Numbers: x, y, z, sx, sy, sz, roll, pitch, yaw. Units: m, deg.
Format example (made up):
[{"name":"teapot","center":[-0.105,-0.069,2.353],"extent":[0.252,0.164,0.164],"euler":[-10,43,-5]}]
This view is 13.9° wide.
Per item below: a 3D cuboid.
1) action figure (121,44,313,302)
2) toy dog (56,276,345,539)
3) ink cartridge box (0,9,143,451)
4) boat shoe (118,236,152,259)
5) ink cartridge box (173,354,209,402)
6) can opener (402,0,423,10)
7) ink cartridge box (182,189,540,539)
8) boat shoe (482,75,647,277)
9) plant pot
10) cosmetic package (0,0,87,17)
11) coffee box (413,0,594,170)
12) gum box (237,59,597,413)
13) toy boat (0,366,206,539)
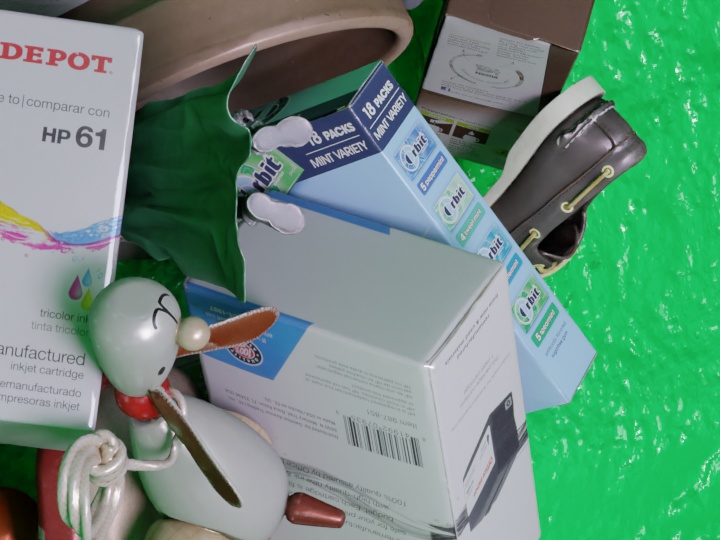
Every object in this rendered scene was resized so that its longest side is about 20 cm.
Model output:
[{"name":"action figure","center":[-0.084,-0.046,1.447],"extent":[0.055,0.200,0.118],"euler":[7,88,-26]},{"name":"toy dog","center":[-0.065,0.083,1.404],"extent":[0.200,0.096,0.132],"euler":[52,43,-69]},{"name":"ink cartridge box","center":[-0.188,-0.024,1.417],"extent":[0.144,0.085,0.200],"euler":[7,77,-8]},{"name":"boat shoe","center":[-0.095,-0.035,1.628],"extent":[0.200,0.074,0.060],"euler":[3,85,-46]},{"name":"ink cartridge box","center":[-0.054,0.134,1.648],"extent":[0.147,0.083,0.200],"euler":[-19,99,-43]},{"name":"can opener","center":[-0.035,-0.221,1.646],"extent":[0.200,0.066,0.053],"euler":[39,63,10]},{"name":"ink cartridge box","center":[0.005,0.074,1.503],"extent":[0.084,0.145,0.200],"euler":[-51,146,-36]},{"name":"boat shoe","center":[0.103,-0.030,1.734],"extent":[0.061,0.201,0.072],"euler":[46,52,12]},{"name":"plant pot","center":[-0.091,-0.170,1.582],"extent":[0.200,0.200,0.175],"euler":[-11,77,-43]},{"name":"cosmetic package","center":[-0.172,-0.160,1.466],"extent":[0.082,0.200,0.051],"euler":[6,83,-25]},{"name":"coffee box","center":[0.087,-0.148,1.719],"extent":[0.080,0.200,0.115],"euler":[16,72,-1]},{"name":"gum box","center":[0.000,0.000,1.541],"extent":[0.200,0.170,0.045],"euler":[52,47,-21]},{"name":"toy boat","center":[-0.151,0.143,1.530],"extent":[0.131,0.131,0.200],"euler":[-33,124,-65]}]
